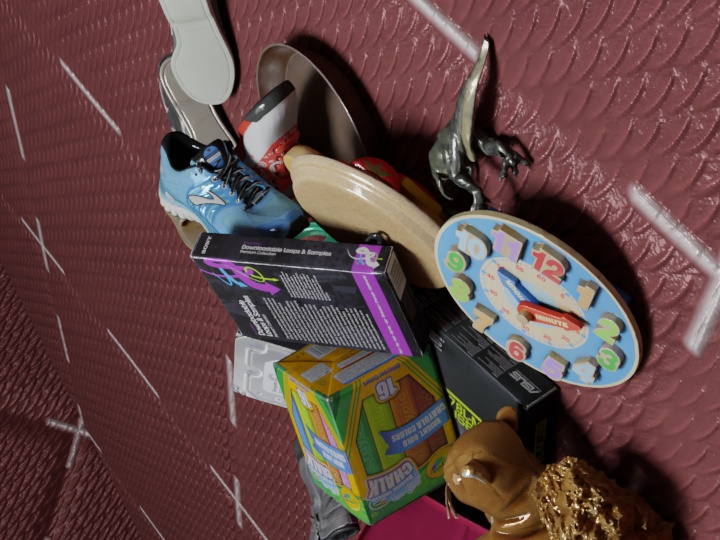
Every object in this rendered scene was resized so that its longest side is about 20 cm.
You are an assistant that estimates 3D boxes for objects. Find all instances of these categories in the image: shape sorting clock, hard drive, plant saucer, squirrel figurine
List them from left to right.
[{"bbox_3d":[-0.044,0.119,1.568,0.199,0.038,0.140,17,147,3],"label":"hard drive"},{"bbox_3d":[-0.036,-0.140,1.398,0.200,0.034,0.201,45,152,32],"label":"plant saucer"},{"bbox_3d":[0.144,0.028,1.163,0.200,0.039,0.200,30,149,21],"label":"shape sorting clock"},{"bbox_3d":[0.171,0.210,1.245,0.200,0.142,0.187,-22,106,50],"label":"squirrel figurine"}]

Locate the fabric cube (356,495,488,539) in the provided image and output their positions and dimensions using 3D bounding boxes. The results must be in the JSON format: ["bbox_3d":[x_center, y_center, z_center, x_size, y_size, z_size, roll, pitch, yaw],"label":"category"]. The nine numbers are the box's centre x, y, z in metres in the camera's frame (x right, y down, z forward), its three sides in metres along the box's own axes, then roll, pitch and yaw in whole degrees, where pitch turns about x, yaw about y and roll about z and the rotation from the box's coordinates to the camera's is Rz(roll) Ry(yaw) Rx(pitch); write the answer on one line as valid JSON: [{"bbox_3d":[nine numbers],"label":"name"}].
[{"bbox_3d":[0.061,0.383,1.537,0.200,0.196,0.200,30,151,7],"label":"fabric cube"}]

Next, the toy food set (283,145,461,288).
[{"bbox_3d":[0.021,-0.049,1.289,0.198,0.049,0.200,38,164,-17],"label":"toy food set"}]

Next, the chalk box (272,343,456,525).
[{"bbox_3d":[0.015,0.167,1.421,0.124,0.125,0.200,26,139,57],"label":"chalk box"}]

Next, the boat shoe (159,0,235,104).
[{"bbox_3d":[-0.175,-0.267,1.532,0.200,0.073,0.062,79,-165,-51],"label":"boat shoe"}]

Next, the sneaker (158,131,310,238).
[{"bbox_3d":[-0.135,-0.080,1.369,0.200,0.078,0.090,25,140,34],"label":"sneaker"}]

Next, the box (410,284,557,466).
[{"bbox_3d":[0.112,0.130,1.393,0.200,0.047,0.193,43,153,35],"label":"box"}]

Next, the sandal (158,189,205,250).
[{"bbox_3d":[-0.211,-0.088,1.769,0.212,0.078,0.070,39,156,51],"label":"sandal"}]

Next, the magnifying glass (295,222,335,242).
[{"bbox_3d":[-0.028,-0.020,1.488,0.200,0.080,0.022,13,130,47],"label":"magnifying glass"}]

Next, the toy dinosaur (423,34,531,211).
[{"bbox_3d":[0.094,-0.098,1.168,0.088,0.047,0.200,59,155,22],"label":"toy dinosaur"}]

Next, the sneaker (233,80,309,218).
[{"bbox_3d":[-0.075,-0.104,1.406,0.108,0.067,0.201,46,150,4],"label":"sneaker"}]

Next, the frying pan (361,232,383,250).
[{"bbox_3d":[-0.015,-0.005,1.343,0.115,0.031,0.190,21,150,21],"label":"frying pan"}]

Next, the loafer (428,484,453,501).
[{"bbox_3d":[0.040,0.232,1.639,0.200,0.063,0.072,9,125,62],"label":"loafer"}]

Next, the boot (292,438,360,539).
[{"bbox_3d":[-0.020,0.228,1.551,0.200,0.070,0.132,116,147,-62],"label":"boot"}]

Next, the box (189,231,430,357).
[{"bbox_3d":[-0.046,0.022,1.326,0.199,0.036,0.143,4,147,22],"label":"box"}]

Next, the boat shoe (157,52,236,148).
[{"bbox_3d":[-0.189,-0.164,1.661,0.057,0.067,0.201,-143,33,-74],"label":"boat shoe"}]
